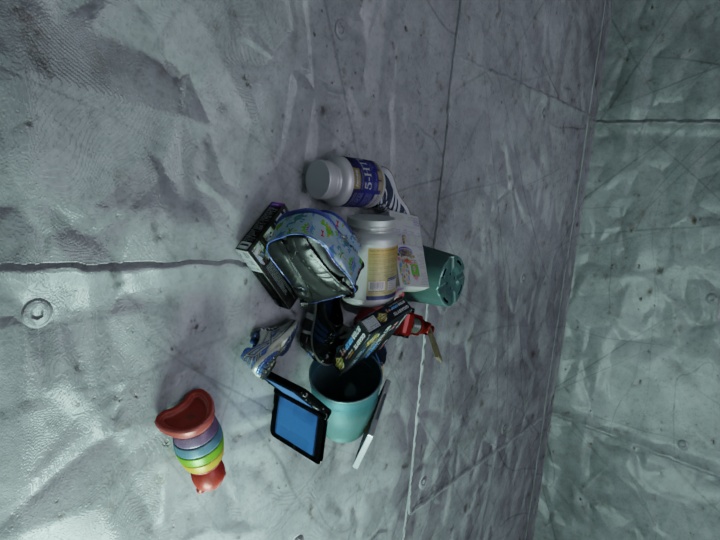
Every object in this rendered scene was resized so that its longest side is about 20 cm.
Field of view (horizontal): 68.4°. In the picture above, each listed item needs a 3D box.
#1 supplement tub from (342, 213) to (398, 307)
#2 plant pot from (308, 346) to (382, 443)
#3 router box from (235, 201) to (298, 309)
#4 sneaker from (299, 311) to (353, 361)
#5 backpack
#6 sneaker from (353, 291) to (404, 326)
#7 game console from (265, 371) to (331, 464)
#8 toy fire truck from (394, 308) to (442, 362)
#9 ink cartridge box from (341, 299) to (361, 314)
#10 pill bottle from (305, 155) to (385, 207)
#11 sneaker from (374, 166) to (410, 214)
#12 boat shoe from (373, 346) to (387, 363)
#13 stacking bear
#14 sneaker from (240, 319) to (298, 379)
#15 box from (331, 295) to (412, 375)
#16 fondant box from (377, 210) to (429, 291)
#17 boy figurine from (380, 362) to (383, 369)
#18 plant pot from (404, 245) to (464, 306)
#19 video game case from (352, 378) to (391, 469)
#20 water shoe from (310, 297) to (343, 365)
[{"bbox_3d":[0.022,-0.028,1.298,0.142,0.141,0.208,-11,109,-47],"label":"supplement tub"},{"bbox_3d":[-0.041,0.345,1.418,0.198,0.197,0.194,-30,135,-40],"label":"plant pot"},{"bbox_3d":[-0.186,-0.032,1.247,0.151,0.050,0.203,-55,135,-27],"label":"router box"},{"bbox_3d":[-0.084,0.191,1.410,0.196,0.072,0.115,25,85,-35],"label":"sneaker"},{"bbox_3d":[-0.102,-0.044,1.172,0.201,0.178,0.150,51,41,-36],"label":"backpack"},{"bbox_3d":[0.037,0.074,1.412,0.199,0.072,0.089,-41,117,-40],"label":"sneaker"},{"bbox_3d":[-0.172,0.335,1.241,0.119,0.196,0.177,-59,136,-20],"label":"game console"},{"bbox_3d":[0.159,0.182,1.596,0.174,0.196,0.134,18,86,-49],"label":"toy fire truck"},{"bbox_3d":[0.000,0.000,1.451,0.144,0.082,0.205,-44,129,-32],"label":"ink cartridge box"},{"bbox_3d":[-0.038,-0.221,1.324,0.196,0.117,0.125,-6,104,-49],"label":"pill bottle"},{"bbox_3d":[0.072,-0.178,1.502,0.109,0.069,0.203,-51,128,-32],"label":"sneaker"},{"bbox_3d":[0.034,0.209,1.564,0.070,0.082,0.203,-58,153,-32],"label":"boat shoe"},{"bbox_3d":[-0.341,0.382,1.132,0.120,0.111,0.207,-32,127,-39],"label":"stacking bear"},{"bbox_3d":[-0.212,0.163,1.248,0.079,0.083,0.200,-64,172,30],"label":"sneaker"},{"bbox_3d":[0.025,0.162,1.306,0.156,0.046,0.202,-26,157,-40],"label":"box"},{"bbox_3d":[0.113,-0.049,1.438,0.142,0.057,0.208,5,73,-50],"label":"fondant box"},{"bbox_3d":[0.016,0.309,1.552,0.121,0.065,0.204,-24,125,-5],"label":"boy figurine"},{"bbox_3d":[0.201,0.014,1.608,0.197,0.192,0.209,-14,109,-46],"label":"plant pot"},{"bbox_3d":[0.032,0.410,1.428,0.202,0.017,0.146,-62,174,-55],"label":"video game case"},{"bbox_3d":[-0.080,0.143,1.313,0.069,0.078,0.208,-7,101,-30],"label":"water shoe"}]
